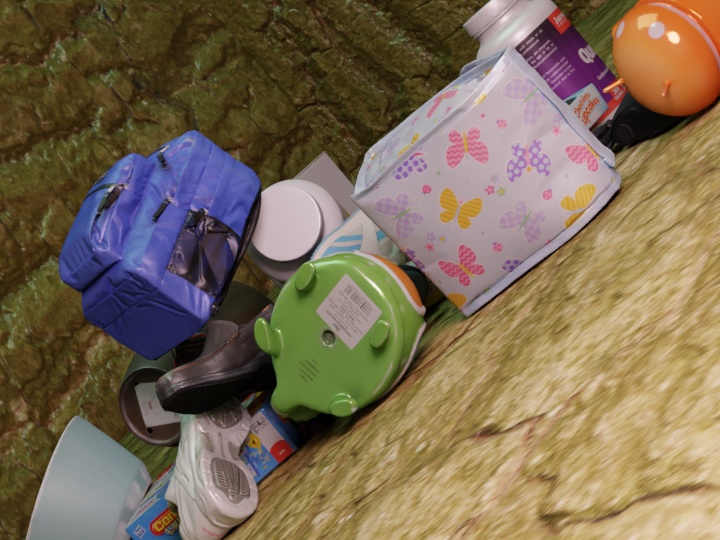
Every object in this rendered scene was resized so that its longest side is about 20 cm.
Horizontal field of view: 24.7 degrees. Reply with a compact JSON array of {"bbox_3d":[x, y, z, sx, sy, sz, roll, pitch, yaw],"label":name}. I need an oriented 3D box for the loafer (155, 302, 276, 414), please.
[{"bbox_3d":[-0.131,0.084,1.584,0.073,0.073,0.199,-40,-14,33],"label":"loafer"}]

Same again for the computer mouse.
[{"bbox_3d":[0.281,-0.167,1.632,0.138,0.053,0.200,-43,5,-20],"label":"computer mouse"}]

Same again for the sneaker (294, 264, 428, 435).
[{"bbox_3d":[0.005,0.085,1.652,0.200,0.074,0.088,-48,23,1],"label":"sneaker"}]

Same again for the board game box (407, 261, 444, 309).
[{"bbox_3d":[0.115,-0.026,1.801,0.200,0.040,0.153,-38,6,42],"label":"board game box"}]

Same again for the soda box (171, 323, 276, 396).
[{"bbox_3d":[-0.098,0.089,1.735,0.197,0.064,0.071,-10,9,-11],"label":"soda box"}]

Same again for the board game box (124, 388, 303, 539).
[{"bbox_3d":[-0.145,0.205,1.753,0.195,0.056,0.200,-42,5,8],"label":"board game box"}]

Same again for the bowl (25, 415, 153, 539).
[{"bbox_3d":[-0.294,0.271,1.813,0.201,0.104,0.203,15,-90,-89],"label":"bowl"}]

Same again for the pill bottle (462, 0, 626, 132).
[{"bbox_3d":[0.207,-0.223,1.840,0.112,0.200,0.112,-41,5,4],"label":"pill bottle"}]

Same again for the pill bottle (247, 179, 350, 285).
[{"bbox_3d":[-0.066,-0.038,1.813,0.112,0.112,0.200,-41,-10,2],"label":"pill bottle"}]

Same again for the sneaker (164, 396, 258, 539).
[{"bbox_3d":[-0.158,0.188,1.598,0.100,0.077,0.201,-50,26,25],"label":"sneaker"}]

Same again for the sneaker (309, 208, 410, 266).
[{"bbox_3d":[0.000,0.000,1.723,0.200,0.080,0.077,-49,-23,-41],"label":"sneaker"}]

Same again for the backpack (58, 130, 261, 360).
[{"bbox_3d":[-0.195,-0.044,1.660,0.162,0.167,0.201,-24,35,50],"label":"backpack"}]

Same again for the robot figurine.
[{"bbox_3d":[0.310,-0.220,1.501,0.200,0.144,0.117,-43,-17,-22],"label":"robot figurine"}]

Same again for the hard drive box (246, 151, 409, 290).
[{"bbox_3d":[-0.037,-0.019,2.009,0.077,0.200,0.156,-45,7,-40],"label":"hard drive box"}]

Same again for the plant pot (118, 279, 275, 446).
[{"bbox_3d":[-0.193,0.126,1.913,0.186,0.188,0.200,-39,-2,25],"label":"plant pot"}]

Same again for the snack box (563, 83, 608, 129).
[{"bbox_3d":[0.165,-0.120,1.758,0.199,0.037,0.116,-30,12,47],"label":"snack box"}]

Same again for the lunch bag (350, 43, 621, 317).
[{"bbox_3d":[0.120,-0.089,1.509,0.200,0.169,0.128,-39,16,30],"label":"lunch bag"}]

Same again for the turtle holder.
[{"bbox_3d":[-0.010,0.071,1.538,0.131,0.139,0.188,-20,-57,-60],"label":"turtle holder"}]
